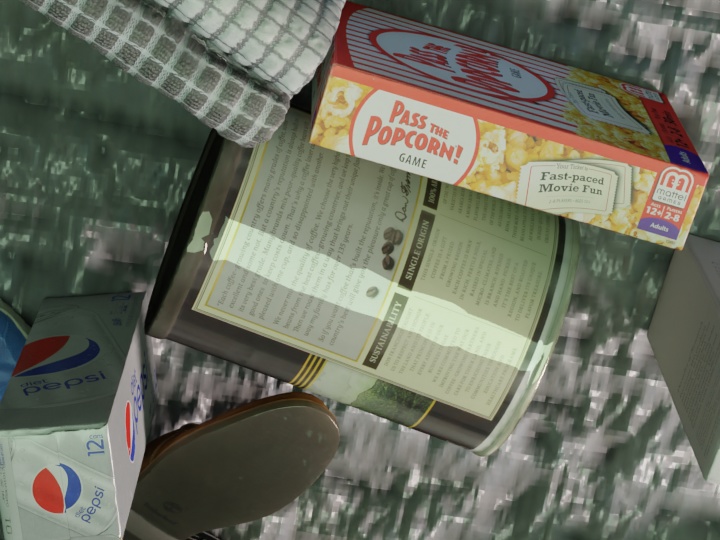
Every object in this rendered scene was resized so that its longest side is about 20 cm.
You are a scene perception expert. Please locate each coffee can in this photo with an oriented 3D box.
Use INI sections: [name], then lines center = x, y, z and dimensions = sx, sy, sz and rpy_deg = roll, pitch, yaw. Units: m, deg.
[coffee can]
center = 0.000, 0.000, 1.161
dimensions = 0.199, 0.146, 0.147
rpy_deg = 21, 108, -8

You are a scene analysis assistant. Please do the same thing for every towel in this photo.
[towel]
center = -0.095, -0.157, 1.078
dimensions = 0.165, 0.200, 0.086
rpy_deg = 32, 113, -12

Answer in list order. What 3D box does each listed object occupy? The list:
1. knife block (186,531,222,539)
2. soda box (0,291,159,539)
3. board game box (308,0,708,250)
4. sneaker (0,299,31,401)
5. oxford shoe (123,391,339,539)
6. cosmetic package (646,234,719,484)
[knife block]
center = -0.040, 0.224, 1.295
dimensions = 0.200, 0.176, 0.064
rpy_deg = 12, 119, -54
[soda box]
center = -0.152, 0.076, 1.156
dimensions = 0.063, 0.200, 0.069
rpy_deg = -4, 109, 2
[board game box]
center = 0.073, -0.080, 1.132
dimensions = 0.199, 0.152, 0.046
rpy_deg = 15, 109, -7
[sneaker]
center = -0.273, 0.032, 1.186
dimensions = 0.200, 0.111, 0.077
rpy_deg = 33, 106, -12
[oxford shoe]
center = -0.092, 0.109, 1.217
dimensions = 0.200, 0.071, 0.071
rpy_deg = -29, 121, 29
[cosmetic package]
center = 0.225, 0.054, 1.156
dimensions = 0.101, 0.200, 0.071
rpy_deg = 15, 109, -6
